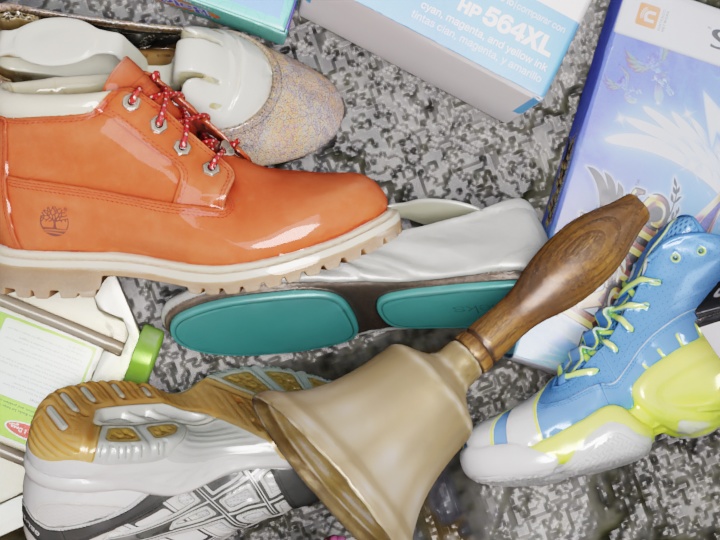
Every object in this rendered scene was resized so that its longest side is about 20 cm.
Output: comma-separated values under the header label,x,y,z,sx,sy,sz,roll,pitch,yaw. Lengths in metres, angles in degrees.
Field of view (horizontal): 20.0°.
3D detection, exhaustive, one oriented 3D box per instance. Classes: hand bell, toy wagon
label,x,y,z,sx,sy,sz,roll,pitch,yaw
hand bell,0.058,0.033,0.935,0.200,0.104,0.104,-41,91,-12
toy wagon,-0.194,0.070,1.013,0.154,0.040,0.202,22,88,-2

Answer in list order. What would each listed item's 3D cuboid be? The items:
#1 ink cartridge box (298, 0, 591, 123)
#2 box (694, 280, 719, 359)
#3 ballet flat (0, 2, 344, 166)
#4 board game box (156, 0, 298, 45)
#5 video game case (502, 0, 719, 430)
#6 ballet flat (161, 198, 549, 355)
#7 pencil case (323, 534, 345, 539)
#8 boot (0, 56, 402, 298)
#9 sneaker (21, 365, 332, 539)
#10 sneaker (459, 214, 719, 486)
label,x,y,z,sx,sy,sz,roll,pitch,yaw
ink cartridge box,0.070,-0.193,0.991,0.124,0.129,0.201,27,88,-3
box,0.269,0.039,0.958,0.200,0.050,0.199,-45,106,-35
ballet flat,-0.105,-0.094,1.004,0.198,0.067,0.069,5,69,-4
board game box,-0.077,-0.234,1.025,0.151,0.045,0.202,19,87,-3
video game case,0.187,-0.023,1.036,0.180,0.045,0.202,18,88,-2
ballet flat,0.000,0.000,1.014,0.198,0.069,0.070,-6,89,10
pencil case,-0.094,0.173,0.940,0.198,0.094,0.091,-7,124,5
boot,-0.080,-0.046,0.951,0.198,0.075,0.108,-1,103,5
sneaker,-0.074,0.101,0.997,0.198,0.076,0.088,2,118,-28
sneaker,0.133,0.036,0.982,0.198,0.076,0.106,-15,80,-9
